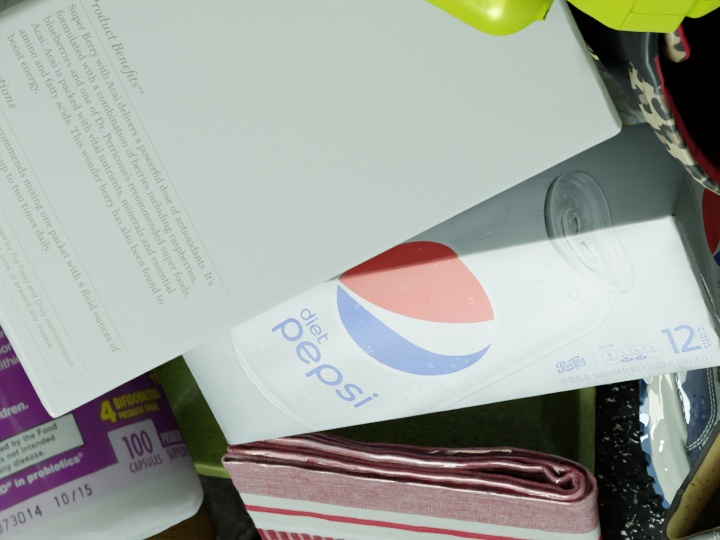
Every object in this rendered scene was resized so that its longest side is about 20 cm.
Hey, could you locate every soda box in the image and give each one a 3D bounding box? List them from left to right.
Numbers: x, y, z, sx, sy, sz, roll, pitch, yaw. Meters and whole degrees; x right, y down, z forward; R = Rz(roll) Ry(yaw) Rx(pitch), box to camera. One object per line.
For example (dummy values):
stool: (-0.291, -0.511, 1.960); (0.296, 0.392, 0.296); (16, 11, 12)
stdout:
soda box: (0.035, 0.004, 0.918); (0.199, 0.068, 0.064); (-10, 122, 26)

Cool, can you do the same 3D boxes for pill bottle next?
pill bottle: (-0.145, 0.020, 0.989); (0.112, 0.112, 0.201); (-26, 84, 33)

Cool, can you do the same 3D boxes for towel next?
towel: (0.030, 0.111, 1.047); (0.143, 0.023, 0.200); (7, 156, 11)

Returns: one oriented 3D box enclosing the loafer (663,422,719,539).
loafer: (0.176, 0.029, 0.904); (0.072, 0.073, 0.201); (18, 100, -31)

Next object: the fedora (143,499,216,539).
fedora: (-0.117, 0.135, 1.112); (0.199, 0.082, 0.201); (-5, 165, -1)

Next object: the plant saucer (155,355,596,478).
plant saucer: (0.000, 0.000, 1.012); (0.198, 0.048, 0.201); (8, 128, 14)

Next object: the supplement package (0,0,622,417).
supplement package: (-0.037, -0.061, 0.828); (0.199, 0.120, 0.122); (-26, 102, 1)

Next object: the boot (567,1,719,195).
boot: (0.084, -0.125, 0.815); (0.073, 0.151, 0.201); (-22, 125, -7)

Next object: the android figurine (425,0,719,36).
android figurine: (0.061, -0.148, 0.738); (0.199, 0.183, 0.041); (32, 163, 3)

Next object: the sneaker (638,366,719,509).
sneaker: (0.162, 0.073, 1.006); (0.085, 0.077, 0.201); (-13, 128, 16)
